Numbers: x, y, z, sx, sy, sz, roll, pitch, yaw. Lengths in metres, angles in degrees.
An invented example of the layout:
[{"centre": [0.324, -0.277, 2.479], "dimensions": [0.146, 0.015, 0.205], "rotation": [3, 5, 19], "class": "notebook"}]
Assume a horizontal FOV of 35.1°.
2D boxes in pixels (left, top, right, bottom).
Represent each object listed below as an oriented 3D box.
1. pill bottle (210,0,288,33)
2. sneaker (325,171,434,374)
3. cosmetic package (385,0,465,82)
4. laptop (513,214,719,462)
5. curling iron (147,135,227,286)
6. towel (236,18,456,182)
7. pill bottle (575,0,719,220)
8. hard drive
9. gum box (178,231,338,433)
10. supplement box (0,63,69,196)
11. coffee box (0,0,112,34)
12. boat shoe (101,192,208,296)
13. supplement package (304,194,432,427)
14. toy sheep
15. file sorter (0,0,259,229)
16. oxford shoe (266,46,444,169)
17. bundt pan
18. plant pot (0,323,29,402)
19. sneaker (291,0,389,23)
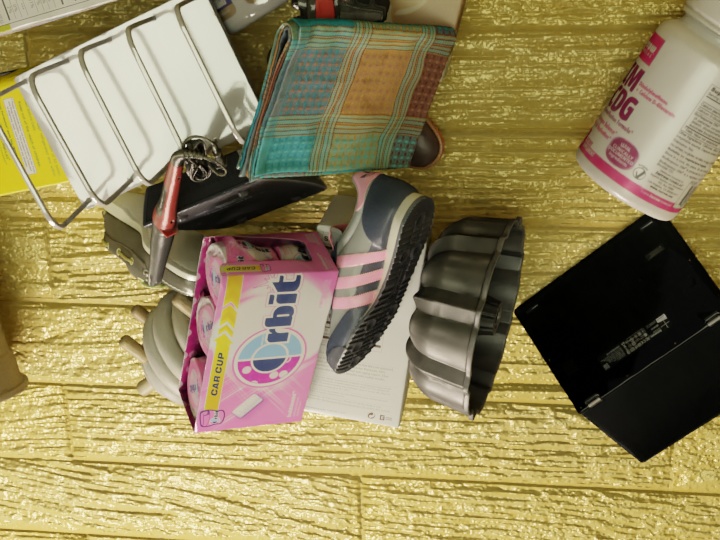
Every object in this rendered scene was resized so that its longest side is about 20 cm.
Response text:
[{"centre": [-0.126, -0.331, 1.043], "dimensions": [0.115, 0.116, 0.201], "rotation": [-26, 105, 17], "class": "pill bottle"}, {"centre": [0.000, 0.000, 1.066], "dimensions": [0.082, 0.070, 0.201], "rotation": [34, 115, 23], "class": "sneaker"}, {"centre": [0.056, -0.288, 1.054], "dimensions": [0.104, 0.071, 0.201], "rotation": [14, 112, 3], "class": "cosmetic package"}, {"centre": [0.301, 0.073, 1.187], "dimensions": [0.187, 0.116, 0.201], "rotation": [-38, 72, 19], "class": "laptop"}, {"centre": [-0.161, -0.044, 0.995], "dimensions": [0.049, 0.026, 0.200], "rotation": [7, 140, -21], "class": "curling iron"}, {"centre": [-0.007, -0.148, 0.994], "dimensions": [0.022, 0.199, 0.147], "rotation": [42, 125, 36], "class": "towel"}, {"centre": [0.296, -0.157, 1.044], "dimensions": [0.113, 0.113, 0.201], "rotation": [30, 111, -3], "class": "pill bottle"}, {"centre": [-0.120, -0.077, 1.099], "dimensions": [0.134, 0.200, 0.043], "rotation": [-20, 86, 16], "class": "hard drive"}, {"centre": [-0.099, 0.055, 1.081], "dimensions": [0.113, 0.066, 0.201], "rotation": [-3, 127, -25], "class": "gum box"}, {"centre": [-0.283, -0.155, 1.137], "dimensions": [0.198, 0.109, 0.110], "rotation": [-10, 109, 11], "class": "supplement box"}, {"centre": [-0.303, -0.326, 1.026], "dimensions": [0.196, 0.200, 0.201], "rotation": [-13, 107, 13], "class": "coffee box"}, {"centre": [-0.204, -0.018, 1.148], "dimensions": [0.072, 0.201, 0.061], "rotation": [-2, 115, -38], "class": "boat shoe"}, {"centre": [0.006, 0.039, 1.163], "dimensions": [0.109, 0.114, 0.201], "rotation": [9, 110, 5], "class": "supplement package"}, {"centre": [-0.172, 0.076, 1.199], "dimensions": [0.200, 0.138, 0.138], "rotation": [-33, 103, 33], "class": "toy sheep"}, {"centre": [-0.205, -0.141, 1.007], "dimensions": [0.199, 0.125, 0.139], "rotation": [-23, 106, 11], "class": "file sorter"}, {"centre": [-0.008, -0.156, 1.113], "dimensions": [0.199, 0.073, 0.071], "rotation": [31, 111, -4], "class": "oxford shoe"}, {"centre": [0.099, 0.038, 1.110], "dimensions": [0.075, 0.202, 0.203], "rotation": [14, 112, 15], "class": "bundt pan"}, {"centre": [-0.467, 0.048, 1.212], "dimensions": [0.199, 0.200, 0.185], "rotation": [-4, 98, 10], "class": "plant pot"}, {"centre": [-0.012, -0.297, 0.993], "dimensions": [0.097, 0.071, 0.202], "rotation": [-1, 78, -9], "class": "sneaker"}]
